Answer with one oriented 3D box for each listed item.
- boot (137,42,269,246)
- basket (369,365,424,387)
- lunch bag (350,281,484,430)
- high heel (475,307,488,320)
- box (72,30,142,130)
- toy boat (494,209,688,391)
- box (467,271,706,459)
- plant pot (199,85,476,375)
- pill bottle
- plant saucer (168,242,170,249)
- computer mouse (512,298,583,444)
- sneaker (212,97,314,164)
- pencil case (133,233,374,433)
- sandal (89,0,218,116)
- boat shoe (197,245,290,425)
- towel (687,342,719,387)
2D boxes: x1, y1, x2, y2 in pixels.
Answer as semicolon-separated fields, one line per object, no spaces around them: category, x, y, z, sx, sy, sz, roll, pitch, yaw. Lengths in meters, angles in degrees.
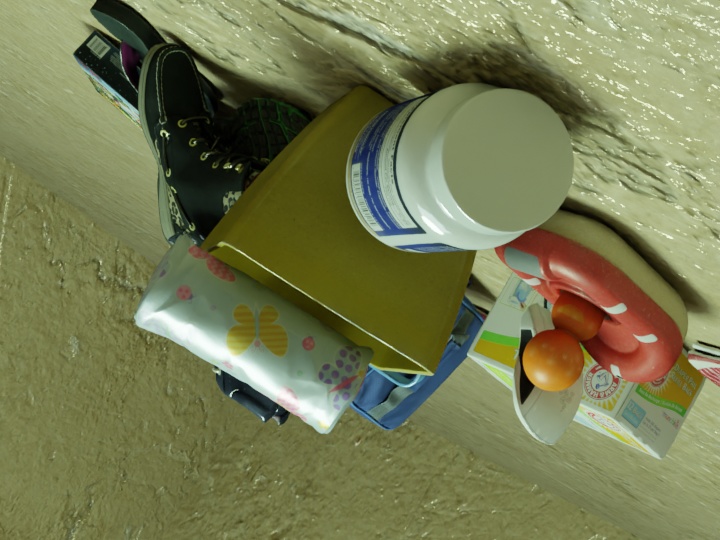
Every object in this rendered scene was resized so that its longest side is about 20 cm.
boot;-0.136;-0.114;1.448;0.073;0.205;0.153;-15;-166;-37
basket;0.000;0.000;1.506;0.199;0.177;0.139;25;-157;22
lunch bag;0.050;0.076;1.767;0.132;0.200;0.136;47;-175;36
high heel;0.107;0.085;1.923;0.199;0.097;0.067;25;170;34
box;-0.217;-0.165;1.676;0.200;0.038;0.137;41;173;9
toy boat;0.182;0.042;1.291;0.200;0.131;0.130;38;169;-38
box;0.226;0.093;1.533;0.199;0.102;0.112;23;169;44
plant pot;-0.001;-0.040;1.301;0.199;0.177;0.200;32;171;-10
pill bottle;0.068;-0.071;1.087;0.115;0.116;0.200;33;172;-14
plant saucer;-0.111;-0.005;1.595;0.200;0.032;0.201;34;-151;-22
computer mouse;0.178;0.068;1.386;0.044;0.201;0.110;-25;128;32
sneaker;-0.090;-0.130;1.512;0.085;0.079;0.199;-7;-173;-33
pencil case;-0.088;0.053;1.255;0.199;0.083;0.091;31;170;-3
sandal;-0.212;-0.202;1.536;0.075;0.048;0.200;25;169;35
boat shoe;-0.119;0.057;1.407;0.200;0.093;0.075;37;-172;31
towel;0.407;0.135;1.422;0.200;0.023;0.144;36;169;-32
